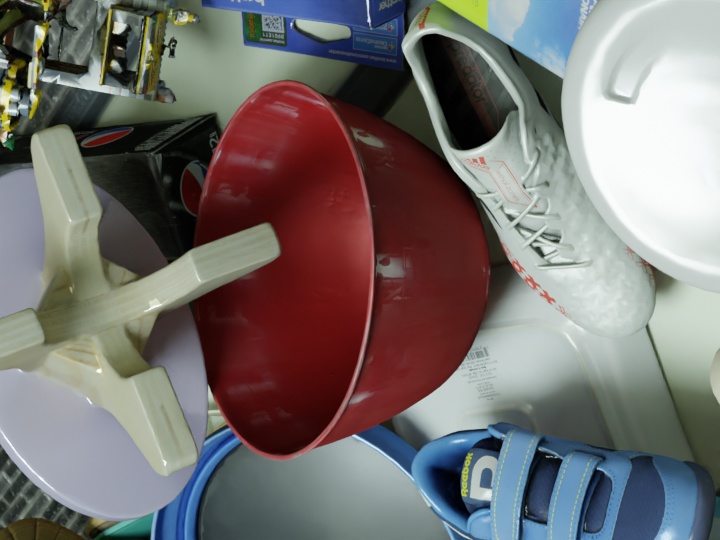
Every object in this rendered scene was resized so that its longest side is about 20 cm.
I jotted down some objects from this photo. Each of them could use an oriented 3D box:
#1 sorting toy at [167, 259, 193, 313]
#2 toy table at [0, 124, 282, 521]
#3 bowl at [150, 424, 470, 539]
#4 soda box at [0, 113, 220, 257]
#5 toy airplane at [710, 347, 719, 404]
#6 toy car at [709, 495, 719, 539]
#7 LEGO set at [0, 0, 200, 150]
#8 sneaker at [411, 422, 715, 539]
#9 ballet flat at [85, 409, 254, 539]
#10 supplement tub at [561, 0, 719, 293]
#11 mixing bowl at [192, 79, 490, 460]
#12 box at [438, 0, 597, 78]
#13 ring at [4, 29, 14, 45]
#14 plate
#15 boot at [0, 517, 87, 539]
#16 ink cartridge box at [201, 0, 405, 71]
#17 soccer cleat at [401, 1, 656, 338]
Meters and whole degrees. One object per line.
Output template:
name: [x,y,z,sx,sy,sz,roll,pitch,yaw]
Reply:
sorting toy: [-0.204,0.048,1.249,0.199,0.200,0.070,-21,78,46]
toy table: [-0.137,0.028,1.076,0.200,0.184,0.117,57,157,1]
bowl: [-0.026,0.174,1.205,0.200,0.039,0.201,7,109,19]
soda box: [-0.172,-0.047,1.259,0.200,0.063,0.071,-2,112,38]
toy airplane: [0.257,0.137,0.970,0.199,0.141,0.200,6,92,4]
toy car: [0.193,0.243,1.089,0.200,0.177,0.184,22,137,-24]
LEGO set: [-0.144,-0.161,1.084,0.116,0.154,0.200,11,97,3]
sneaker: [0.099,0.119,1.039,0.082,0.074,0.200,24,167,-28]
ballet flat: [-0.107,0.127,1.314,0.200,0.069,0.063,-24,70,40]
supplement tub: [0.191,-0.090,0.868,0.145,0.200,0.145,17,122,29]
mixing bowl: [0.000,0.000,1.099,0.200,0.108,0.201,-2,88,60]
box: [0.085,-0.167,0.968,0.200,0.048,0.122,39,135,44]
ring: [-0.223,-0.128,1.176,0.019,0.201,0.201,10,124,-2]
plate: [0.090,0.095,1.157,0.199,0.032,0.200,-12,105,41]
boot: [-0.158,0.265,1.326,0.200,0.072,0.155,30,138,25]
ink cartridge box: [-0.037,-0.204,1.092,0.119,0.042,0.200,13,121,32]
soccer cleat: [0.083,-0.048,1.042,0.069,0.085,0.200,-30,91,18]
